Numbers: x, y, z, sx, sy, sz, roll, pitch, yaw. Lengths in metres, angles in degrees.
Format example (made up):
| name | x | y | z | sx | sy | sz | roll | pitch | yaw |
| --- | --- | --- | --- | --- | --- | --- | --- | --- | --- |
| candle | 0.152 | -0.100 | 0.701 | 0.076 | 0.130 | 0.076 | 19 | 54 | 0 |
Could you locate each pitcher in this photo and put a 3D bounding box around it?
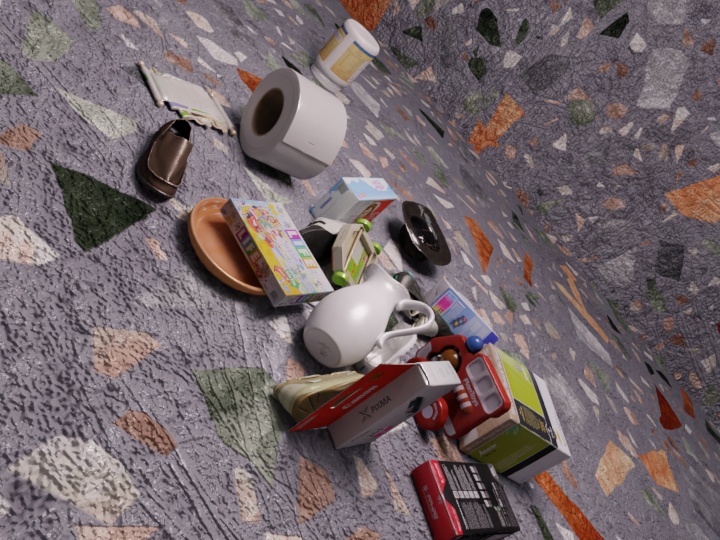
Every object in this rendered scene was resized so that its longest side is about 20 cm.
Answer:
| name | x | y | z | sx | sy | sz | roll | pitch | yaw |
| --- | --- | --- | --- | --- | --- | --- | --- | --- | --- |
| pitcher | 0.016 | 0.088 | 1.013 | 0.171 | 0.121 | 0.200 | 26 | 43 | 26 |

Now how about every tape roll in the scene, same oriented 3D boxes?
| name | x | y | z | sx | sy | sz | roll | pitch | yaw |
| --- | --- | --- | --- | --- | --- | --- | --- | --- | --- |
| tape roll | -0.147 | -0.314 | 1.277 | 0.139 | 0.203 | 0.203 | 20 | 38 | -44 |

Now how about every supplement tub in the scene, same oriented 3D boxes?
| name | x | y | z | sx | sy | sz | roll | pitch | yaw |
| --- | --- | --- | --- | --- | --- | --- | --- | --- | --- |
| supplement tub | -0.052 | -0.694 | 1.920 | 0.145 | 0.200 | 0.145 | 36 | 30 | -25 |

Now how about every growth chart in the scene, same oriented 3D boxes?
| name | x | y | z | sx | sy | sz | roll | pitch | yaw |
| --- | --- | --- | --- | --- | --- | --- | --- | --- | --- |
| growth chart | -0.352 | -0.350 | 1.221 | 0.200 | 0.018 | 0.145 | 11 | 46 | -51 |

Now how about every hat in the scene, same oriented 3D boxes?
| name | x | y | z | sx | sy | sz | roll | pitch | yaw |
| --- | --- | --- | --- | --- | --- | --- | --- | --- | --- |
| hat | 0.151 | -0.084 | 1.560 | 0.200 | 0.081 | 0.201 | 32 | 40 | -31 |

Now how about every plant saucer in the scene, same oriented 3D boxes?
| name | x | y | z | sx | sy | sz | roll | pitch | yaw |
| --- | --- | --- | --- | --- | --- | --- | --- | --- | --- |
| plant saucer | -0.209 | -0.036 | 1.002 | 0.200 | 0.037 | 0.200 | 35 | 30 | -25 |

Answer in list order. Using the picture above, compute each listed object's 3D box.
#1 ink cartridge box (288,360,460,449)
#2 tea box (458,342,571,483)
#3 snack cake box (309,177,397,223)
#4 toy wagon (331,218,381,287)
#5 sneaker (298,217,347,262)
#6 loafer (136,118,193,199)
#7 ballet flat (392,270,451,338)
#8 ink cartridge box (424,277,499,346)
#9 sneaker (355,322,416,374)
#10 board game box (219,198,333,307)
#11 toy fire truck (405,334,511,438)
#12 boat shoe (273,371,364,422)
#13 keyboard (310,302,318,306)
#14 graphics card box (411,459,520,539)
| name | x | y | z | sx | sy | sz | roll | pitch | yaw |
| --- | --- | --- | --- | --- | --- | --- | --- | --- | --- |
| ink cartridge box | 0.023 | 0.199 | 0.859 | 0.173 | 0.200 | 0.044 | 9 | 48 | -52 |
| tea box | 0.300 | 0.294 | 1.221 | 0.197 | 0.134 | 0.200 | 36 | 29 | -25 |
| snack cake box | -0.012 | -0.155 | 1.366 | 0.067 | 0.115 | 0.200 | 54 | 27 | 11 |
| toy wagon | 0.000 | 0.000 | 1.205 | 0.200 | 0.040 | 0.155 | 63 | 38 | -42 |
| sneaker | -0.085 | -0.069 | 1.206 | 0.088 | 0.074 | 0.200 | 31 | 21 | 28 |
| loafer | -0.327 | -0.201 | 1.002 | 0.073 | 0.071 | 0.200 | 29 | 33 | -34 |
| ballet flat | 0.126 | 0.094 | 1.298 | 0.200 | 0.068 | 0.068 | 52 | 44 | -13 |
| ink cartridge box | 0.245 | 0.121 | 1.394 | 0.200 | 0.076 | 0.136 | 44 | 7 | -5 |
| sneaker | 0.046 | 0.137 | 1.111 | 0.082 | 0.075 | 0.200 | 50 | 27 | -1 |
| board game box | -0.143 | -0.033 | 1.018 | 0.134 | 0.034 | 0.200 | -4 | 57 | -58 |
| toy fire truck | 0.183 | 0.210 | 1.118 | 0.112 | 0.168 | 0.200 | 23 | 36 | -41 |
| boat shoe | -0.046 | 0.189 | 0.922 | 0.063 | 0.073 | 0.200 | 29 | 18 | 36 |
| keyboard | -0.067 | 0.060 | 1.121 | 0.200 | 0.011 | 0.056 | 34 | 35 | -27 |
| graphics card box | 0.182 | 0.393 | 1.007 | 0.200 | 0.051 | 0.126 | 19 | 39 | -43 |
